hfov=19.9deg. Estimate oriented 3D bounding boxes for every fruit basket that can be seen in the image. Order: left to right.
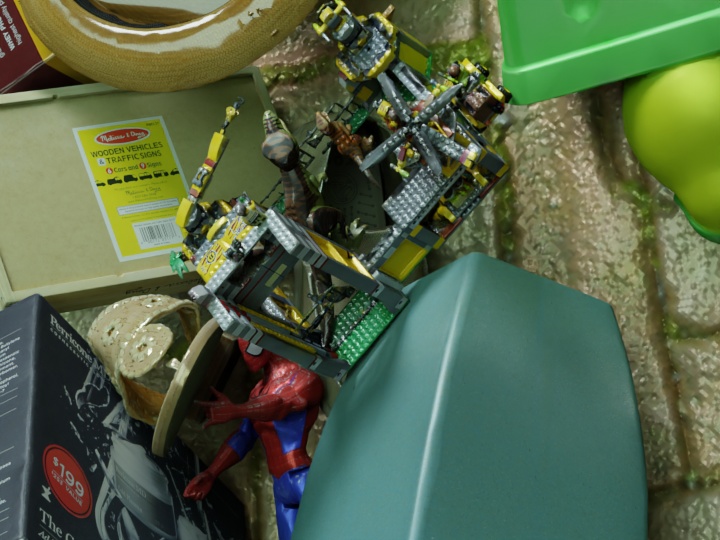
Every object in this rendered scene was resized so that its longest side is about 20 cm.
[{"bbox_3d":[0.177,-0.125,1.069,0.214,0.156,0.217,6,122,9],"label":"fruit basket"}]

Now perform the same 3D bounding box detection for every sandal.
[{"bbox_3d":[-0.112,0.047,1.093,0.069,0.212,0.078,25,91,3],"label":"sandal"}]

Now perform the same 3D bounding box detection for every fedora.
[{"bbox_3d":[-0.092,-0.187,1.119,0.199,0.082,0.202,-1,86,17],"label":"fedora"}]

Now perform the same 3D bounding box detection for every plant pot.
[{"bbox_3d":[0.056,0.105,1.032,0.141,0.141,0.201,-29,47,56],"label":"plant pot"}]

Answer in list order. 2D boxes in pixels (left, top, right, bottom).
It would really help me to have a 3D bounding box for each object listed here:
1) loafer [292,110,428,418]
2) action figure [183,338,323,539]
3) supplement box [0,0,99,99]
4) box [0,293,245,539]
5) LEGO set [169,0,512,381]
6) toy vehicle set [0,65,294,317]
[{"bbox_3d":[0.000,0.000,1.125,0.075,0.068,0.201,-8,71,-19],"label":"loafer"},{"bbox_3d":[-0.051,0.127,1.093,0.065,0.099,0.201,-18,84,52],"label":"action figure"},{"bbox_3d":[-0.256,-0.140,1.242,0.199,0.133,0.198,-34,68,14],"label":"supplement box"},{"bbox_3d":[-0.151,0.151,1.067,0.104,0.200,0.183,-29,36,15],"label":"box"},{"bbox_3d":[-0.028,-0.048,1.037,0.200,0.116,0.154,-42,53,16],"label":"LEGO set"},{"bbox_3d":[-0.128,-0.046,1.149,0.027,0.199,0.125,-50,56,53],"label":"toy vehicle set"}]
